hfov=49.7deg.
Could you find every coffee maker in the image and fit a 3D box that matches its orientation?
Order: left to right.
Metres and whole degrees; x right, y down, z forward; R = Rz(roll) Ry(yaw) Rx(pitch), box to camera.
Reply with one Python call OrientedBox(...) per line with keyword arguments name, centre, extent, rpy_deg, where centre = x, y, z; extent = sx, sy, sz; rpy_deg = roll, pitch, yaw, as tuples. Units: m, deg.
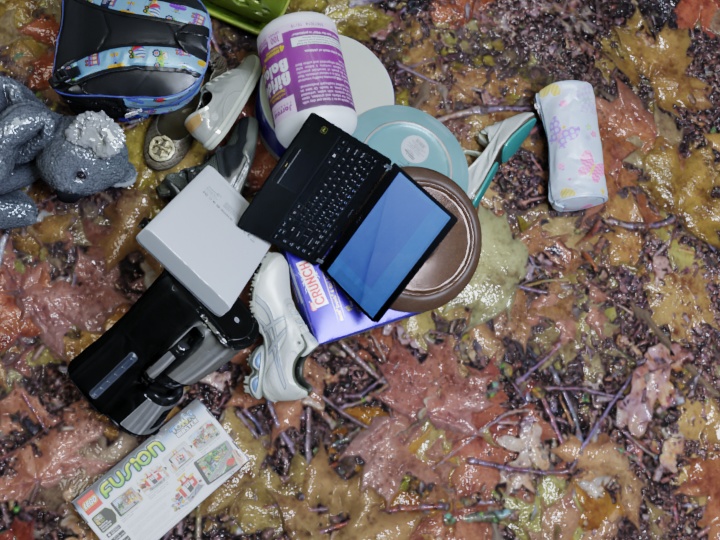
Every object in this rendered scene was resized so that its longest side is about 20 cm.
OrientedBox(name="coffee maker", centre=(-0.256, 0.076, 0.968), extent=(0.200, 0.135, 0.192), rpy_deg=(-40, 66, 16))

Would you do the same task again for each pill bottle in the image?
OrientedBox(name="pill bottle", centre=(-0.067, -0.228, 1.033), extent=(0.112, 0.112, 0.200), rpy_deg=(-10, 79, -14))

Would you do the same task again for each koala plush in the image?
OrientedBox(name="koala plush", centre=(-0.392, -0.155, 0.999), extent=(0.200, 0.177, 0.184), rpy_deg=(4, 70, -4))

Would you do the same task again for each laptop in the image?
OrientedBox(name="laptop", centre=(-0.019, -0.061, 0.968), extent=(0.200, 0.103, 0.177), rpy_deg=(28, 109, -28))

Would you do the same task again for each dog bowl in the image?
OrientedBox(name="dog bowl", centre=(-0.053, -0.241, 1.138), extent=(0.200, 0.079, 0.200), rpy_deg=(3, 77, -11))

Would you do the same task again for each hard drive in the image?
OrientedBox(name="hard drive", centre=(-0.182, -0.043, 0.963), extent=(0.027, 0.200, 0.132), rpy_deg=(-38, 105, 26))

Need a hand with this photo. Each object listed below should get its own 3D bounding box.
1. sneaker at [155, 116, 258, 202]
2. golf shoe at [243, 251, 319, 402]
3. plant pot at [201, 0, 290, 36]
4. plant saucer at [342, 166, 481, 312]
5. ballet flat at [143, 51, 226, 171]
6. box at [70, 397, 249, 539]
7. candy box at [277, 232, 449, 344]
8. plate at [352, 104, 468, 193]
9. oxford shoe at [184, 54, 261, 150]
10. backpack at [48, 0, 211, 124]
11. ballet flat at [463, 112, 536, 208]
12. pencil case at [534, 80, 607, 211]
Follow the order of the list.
OrientedBox(name="sneaker", centre=(-0.213, -0.138, 1.083), extent=(0.114, 0.076, 0.200), rpy_deg=(22, 79, -13))
OrientedBox(name="golf shoe", centre=(-0.096, 0.076, 1.036), extent=(0.097, 0.078, 0.200), rpy_deg=(3, 94, 22))
OrientedBox(name="plant pot", centre=(-0.170, -0.463, 1.111), extent=(0.199, 0.181, 0.200), rpy_deg=(21, 75, -6))
OrientedBox(name="plant saucer", centre=(0.076, -0.042, 1.048), extent=(0.200, 0.034, 0.201), rpy_deg=(0, 91, -13))
OrientedBox(name="ballet flat", centre=(-0.250, -0.233, 1.112), extent=(0.067, 0.046, 0.200), rpy_deg=(29, 74, -3))
OrientedBox(name="box", centre=(-0.255, 0.271, 1.004), extent=(0.200, 0.035, 0.110), rpy_deg=(-39, 87, -17))
OrientedBox(name="candy box", centre=(0.000, 0.000, 1.096), extent=(0.200, 0.077, 0.169), rpy_deg=(-16, 82, -16))
OrientedBox(name="plate", centre=(0.061, -0.141, 1.087), extent=(0.200, 0.026, 0.201), rpy_deg=(3, 78, -13))
OrientedBox(name="oxford shoe", centre=(-0.189, -0.248, 1.085), extent=(0.058, 0.075, 0.200), rpy_deg=(36, 46, -19))
OrientedBox(name="backpack", centre=(-0.299, -0.293, 1.057), extent=(0.200, 0.135, 0.183), rpy_deg=(1, 76, -2))
OrientedBox(name="ballet flat", centre=(0.194, -0.179, 1.188), extent=(0.069, 0.069, 0.200), rpy_deg=(37, 74, -1))
OrientedBox(name="pencil case", centre=(0.326, -0.192, 1.203), extent=(0.091, 0.083, 0.200), rpy_deg=(-3, 79, -14))
